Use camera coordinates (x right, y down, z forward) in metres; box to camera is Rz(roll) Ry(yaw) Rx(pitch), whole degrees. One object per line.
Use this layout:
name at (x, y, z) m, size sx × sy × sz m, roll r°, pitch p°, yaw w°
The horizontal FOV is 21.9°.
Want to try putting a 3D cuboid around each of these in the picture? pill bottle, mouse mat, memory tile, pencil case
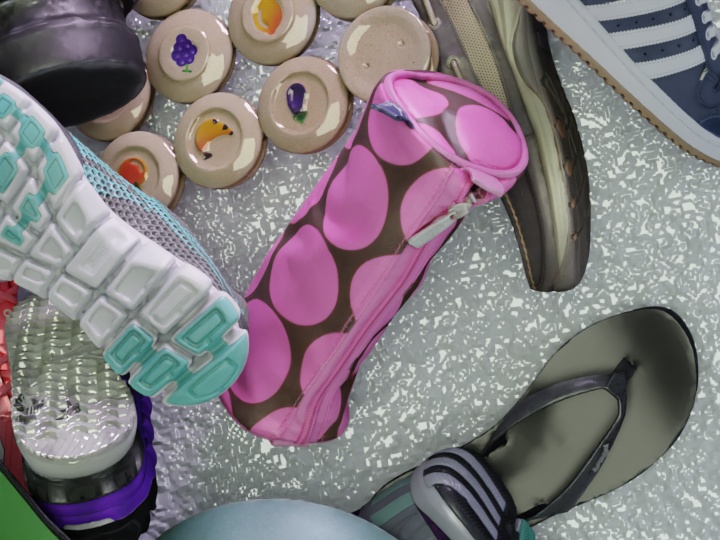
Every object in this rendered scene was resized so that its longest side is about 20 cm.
pill bottle at (-0.171, -0.178, 0.935) m, size 0.111 × 0.112 × 0.202 m, roll -18°, pitch 76°, yaw 6°
mouse mat at (-0.147, 0.157, 0.883) m, size 0.007 × 0.200 × 0.162 m, roll -26°, pitch 127°, yaw -23°
memory tile at (-0.067, -0.121, 0.955) m, size 0.199 × 0.017 × 0.154 m, roll -24°, pitch 75°, yaw 16°
pencil case at (0.000, 0.000, 0.904) m, size 0.201 × 0.090 × 0.094 m, roll -58°, pitch 42°, yaw 30°

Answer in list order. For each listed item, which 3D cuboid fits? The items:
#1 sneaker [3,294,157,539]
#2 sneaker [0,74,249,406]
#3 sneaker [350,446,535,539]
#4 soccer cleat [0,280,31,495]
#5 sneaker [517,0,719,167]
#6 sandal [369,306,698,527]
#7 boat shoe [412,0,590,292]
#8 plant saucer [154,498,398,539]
sneaker at (-0.134, 0.079, 0.918) m, size 0.069 × 0.200 × 0.100 m, roll -9°, pitch 116°, yaw 0°
sneaker at (-0.129, -0.017, 0.880) m, size 0.078 × 0.091 × 0.200 m, roll -44°, pitch 88°, yaw 11°
sneaker at (0.067, 0.183, 0.937) m, size 0.087 × 0.074 × 0.201 m, roll -28°, pitch 102°, yaw 26°
soccer cleat at (-0.198, 0.035, 0.970) m, size 0.076 × 0.067 × 0.201 m, roll -35°, pitch 80°, yaw 27°
sneaker at (0.149, -0.140, 0.891) m, size 0.200 × 0.070 × 0.109 m, roll 37°, pitch 108°, yaw -24°
sandal at (0.092, 0.095, 0.948) m, size 0.200 × 0.043 × 0.076 m, roll -38°, pitch 85°, yaw 5°
boat shoe at (0.067, -0.082, 0.947) m, size 0.073 × 0.074 × 0.202 m, roll -15°, pitch 79°, yaw 16°
plant saucer at (-0.040, 0.212, 0.899) m, size 0.198 × 0.036 × 0.202 m, roll 2°, pitch 101°, yaw 9°
